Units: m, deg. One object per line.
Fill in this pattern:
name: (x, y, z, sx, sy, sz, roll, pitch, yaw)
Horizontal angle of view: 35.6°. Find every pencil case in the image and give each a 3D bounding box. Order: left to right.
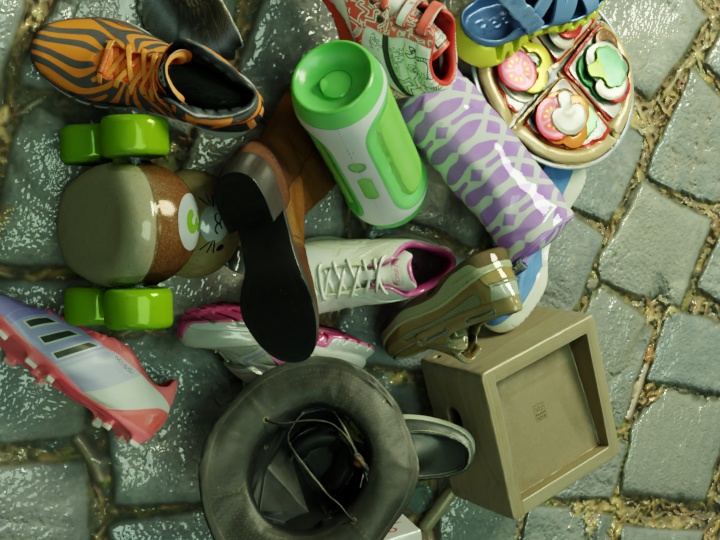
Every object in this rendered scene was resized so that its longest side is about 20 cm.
pencil case: (0.115, -0.096, 1.054, 0.084, 0.086, 0.201, -33, 84, -26)

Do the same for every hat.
hat: (-0.051, 0.180, 1.006, 0.198, 0.081, 0.203, 3, 76, -10)

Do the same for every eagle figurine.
eagle figurine: (-0.129, -0.287, 0.931, 0.150, 0.152, 0.201, -5, 145, 13)

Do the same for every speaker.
speaker: (0.003, -0.115, 0.993, 0.089, 0.088, 0.200, -49, 152, -9)

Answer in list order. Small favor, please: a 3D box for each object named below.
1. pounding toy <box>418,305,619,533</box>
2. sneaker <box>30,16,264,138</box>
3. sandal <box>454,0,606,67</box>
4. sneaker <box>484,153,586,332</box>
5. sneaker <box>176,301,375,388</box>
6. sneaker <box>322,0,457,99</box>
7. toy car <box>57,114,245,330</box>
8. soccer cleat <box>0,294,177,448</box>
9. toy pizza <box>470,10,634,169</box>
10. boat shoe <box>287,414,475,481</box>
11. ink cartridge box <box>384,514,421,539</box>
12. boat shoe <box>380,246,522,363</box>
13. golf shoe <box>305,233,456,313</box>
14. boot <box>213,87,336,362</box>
pounding toy: (0.149, 0.163, 1.167, 0.183, 0.142, 0.202, -23, 107, -30)
sneaker: (-0.171, -0.165, 0.901, 0.198, 0.112, 0.079, 13, 89, -7)
sandal: (0.174, -0.266, 1.057, 0.199, 0.087, 0.080, -36, 73, -22)
sneaker: (0.147, -0.046, 1.135, 0.111, 0.076, 0.202, 29, 85, -33)
sneaker: (-0.082, 0.087, 1.046, 0.198, 0.081, 0.089, 17, 92, -28)
sneaker: (0.019, -0.238, 0.961, 0.067, 0.107, 0.203, -52, 132, -36)
toy car: (-0.144, -0.040, 0.957, 0.198, 0.157, 0.167, -2, 92, -38)
soccer cleat: (-0.244, 0.075, 0.975, 0.200, 0.066, 0.077, 45, 62, -27)
toy pizza: (0.198, -0.200, 1.114, 0.198, 0.032, 0.203, 6, 76, -25)
boat shoe: (0.013, 0.181, 1.079, 0.197, 0.068, 0.073, 2, 110, 0)
ink cartridge box: (-0.016, 0.263, 1.049, 0.115, 0.200, 0.069, -15, 110, -23)
boat shoe: (0.084, 0.054, 1.058, 0.071, 0.200, 0.077, -17, 75, -31)
golf shoe: (0.000, 0.000, 1.059, 0.198, 0.091, 0.076, -12, 95, -24)
boot: (-0.061, -0.043, 0.992, 0.068, 0.200, 0.190, -15, 112, 20)
